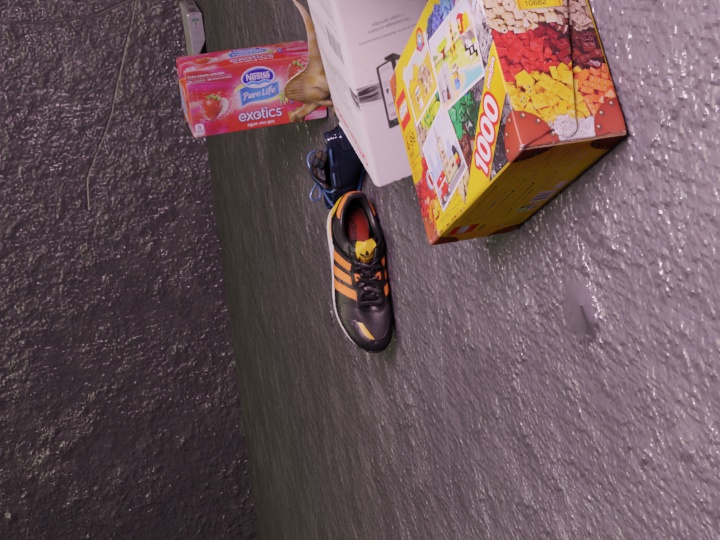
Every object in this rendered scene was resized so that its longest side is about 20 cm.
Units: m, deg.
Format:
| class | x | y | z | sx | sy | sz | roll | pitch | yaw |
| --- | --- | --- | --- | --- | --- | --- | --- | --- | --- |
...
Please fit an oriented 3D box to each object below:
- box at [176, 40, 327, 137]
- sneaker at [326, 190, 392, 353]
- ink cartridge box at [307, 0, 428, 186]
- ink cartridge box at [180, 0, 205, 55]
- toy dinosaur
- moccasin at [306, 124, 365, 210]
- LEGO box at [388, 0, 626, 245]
| class | x | y | z | sx | sy | sz | roll | pitch | yaw |
| --- | --- | --- | --- | --- | --- | --- | --- | --- | --- |
| box | -0.156 | -0.262 | 1.259 | 0.100 | 0.198 | 0.097 | -126 | 28 | -60 |
| sneaker | 0.000 | 0.000 | 1.087 | 0.090 | 0.069 | 0.203 | 123 | 138 | -74 |
| ink cartridge box | 0.012 | -0.203 | 0.804 | 0.147 | 0.083 | 0.201 | -116 | 7 | -47 |
| ink cartridge box | -0.478 | -0.663 | 2.553 | 0.161 | 0.049 | 0.202 | -123 | 23 | -56 |
| toy dinosaur | -0.042 | -0.229 | 1.039 | 0.201 | 0.100 | 0.059 | 106 | 151 | -60 |
| moccasin | -0.036 | -0.139 | 1.138 | 0.200 | 0.067 | 0.081 | 110 | 147 | -63 |
| LEGO box | 0.094 | -0.122 | 0.635 | 0.200 | 0.076 | 0.151 | 127 | 132 | -70 |
